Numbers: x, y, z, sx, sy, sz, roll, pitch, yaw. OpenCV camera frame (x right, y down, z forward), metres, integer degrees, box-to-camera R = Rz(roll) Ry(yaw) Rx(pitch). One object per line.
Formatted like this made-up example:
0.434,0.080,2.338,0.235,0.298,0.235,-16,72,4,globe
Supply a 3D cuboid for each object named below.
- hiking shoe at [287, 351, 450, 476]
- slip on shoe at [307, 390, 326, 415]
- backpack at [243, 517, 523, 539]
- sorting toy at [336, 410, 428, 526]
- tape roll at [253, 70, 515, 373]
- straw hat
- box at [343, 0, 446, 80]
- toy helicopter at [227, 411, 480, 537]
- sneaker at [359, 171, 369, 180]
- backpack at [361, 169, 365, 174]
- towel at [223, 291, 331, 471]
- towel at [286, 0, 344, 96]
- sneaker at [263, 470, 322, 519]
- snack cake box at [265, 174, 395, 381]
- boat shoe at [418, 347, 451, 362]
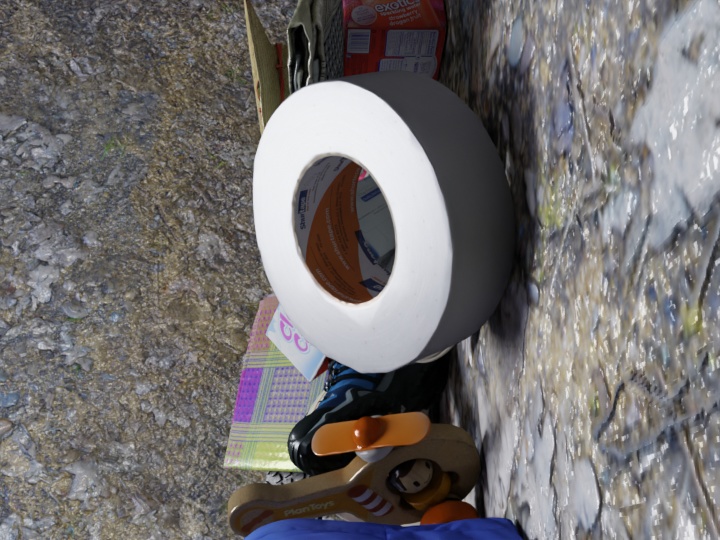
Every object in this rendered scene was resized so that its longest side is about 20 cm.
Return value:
-0.004,0.113,0.826,0.199,0.086,0.075,-28,-53,-46,hiking shoe
0.014,0.106,0.931,0.200,0.061,0.075,-54,-49,-48,slip on shoe
0.003,0.242,0.606,0.168,0.197,0.165,-151,60,-85,backpack
0.041,0.176,0.984,0.200,0.106,0.182,102,-174,-71,sorting toy
0.009,-0.034,0.660,0.199,0.066,0.203,18,115,43,tape roll
-0.065,-0.182,0.966,0.201,0.084,0.204,172,90,-85,straw hat
0.024,-0.212,0.977,0.201,0.098,0.096,96,172,-58,box
-0.006,0.160,0.720,0.079,0.197,0.133,-105,3,-48,toy helicopter
0.040,-0.034,0.980,0.075,0.080,0.202,-38,54,45,sneaker
-0.023,-0.035,1.153,0.201,0.175,0.152,75,-167,-61,backpack
-0.072,0.108,0.978,0.143,0.023,0.202,-9,62,42,towel
-0.031,-0.160,0.802,0.201,0.034,0.194,-80,-5,-50,towel
-0.047,0.194,0.997,0.087,0.075,0.202,36,-136,-47,sneaker
0.000,0.000,0.842,0.067,0.115,0.201,44,140,14,snack cake box
0.066,-0.015,0.726,0.057,0.066,0.202,-65,-12,-50,boat shoe
